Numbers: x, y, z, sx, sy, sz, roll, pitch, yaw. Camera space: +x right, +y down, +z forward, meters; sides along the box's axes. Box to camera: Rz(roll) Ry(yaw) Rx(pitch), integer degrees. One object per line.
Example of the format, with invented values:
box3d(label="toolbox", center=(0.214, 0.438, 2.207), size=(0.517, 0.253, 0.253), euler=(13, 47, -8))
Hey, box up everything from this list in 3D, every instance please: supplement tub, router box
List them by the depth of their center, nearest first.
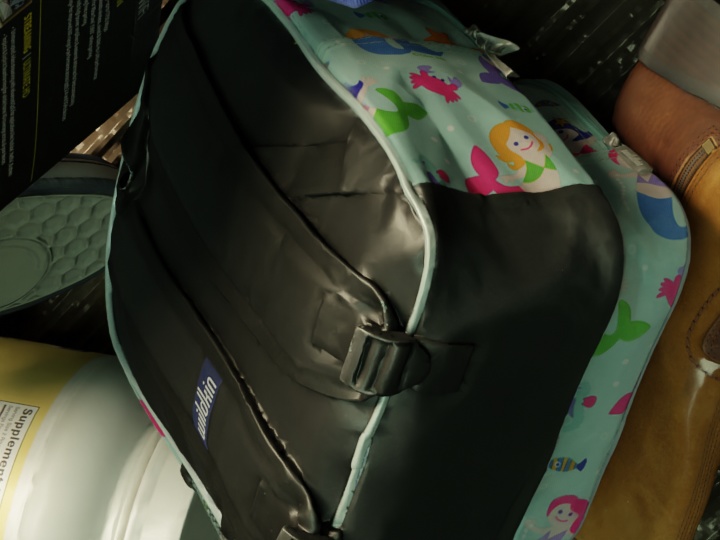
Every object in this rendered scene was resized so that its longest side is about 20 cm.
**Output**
box3d(label="router box", center=(-0.125, -0.072, 0.725), size=(0.051, 0.149, 0.200), euler=(43, 157, 10))
box3d(label="supplement tub", center=(-0.143, 0.095, 0.878), size=(0.199, 0.145, 0.146), euler=(9, 115, 15))

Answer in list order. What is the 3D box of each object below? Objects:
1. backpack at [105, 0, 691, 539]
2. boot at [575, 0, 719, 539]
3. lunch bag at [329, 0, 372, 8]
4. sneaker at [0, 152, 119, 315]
box3d(label="backpack", center=(0.000, 0.000, 0.775), size=(0.200, 0.150, 0.178), euler=(47, 129, 42))
box3d(label="boot", center=(0.120, 0.032, 0.763), size=(0.188, 0.068, 0.201), euler=(44, 124, 35))
box3d(label="lunch bag", center=(-0.059, -0.182, 0.757), size=(0.199, 0.094, 0.151), euler=(15, 130, 40))
box3d(label="sneaker", center=(-0.190, -0.050, 0.872), size=(0.201, 0.147, 0.077), euler=(-8, 142, -20))
